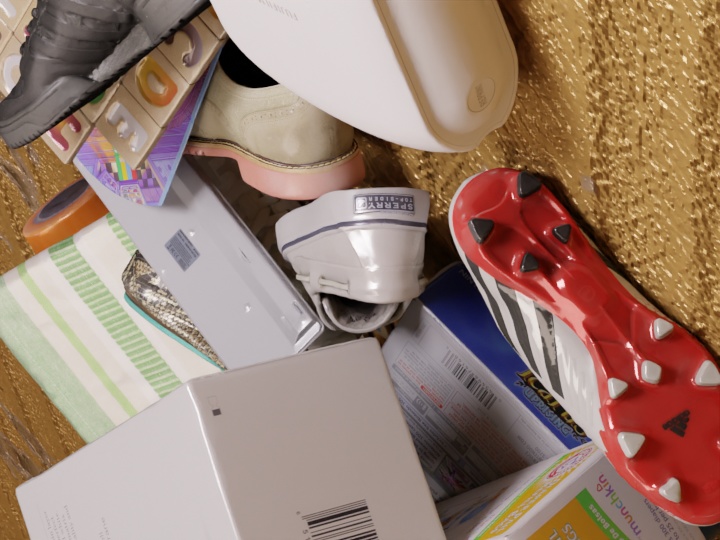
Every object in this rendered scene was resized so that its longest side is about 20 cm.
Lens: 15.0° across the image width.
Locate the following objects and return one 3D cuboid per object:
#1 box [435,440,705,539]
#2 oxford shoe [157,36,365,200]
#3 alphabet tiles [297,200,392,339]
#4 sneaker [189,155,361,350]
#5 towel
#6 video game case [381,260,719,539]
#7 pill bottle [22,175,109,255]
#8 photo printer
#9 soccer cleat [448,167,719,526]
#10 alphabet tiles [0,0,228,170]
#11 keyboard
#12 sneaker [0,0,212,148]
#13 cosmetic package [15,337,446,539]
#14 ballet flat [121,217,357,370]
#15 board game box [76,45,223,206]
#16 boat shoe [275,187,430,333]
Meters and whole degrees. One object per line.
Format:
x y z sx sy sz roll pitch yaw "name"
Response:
0.084 0.171 1.406 0.113 0.101 0.200 55 146 -3 "box"
-0.066 -0.099 1.452 0.200 0.071 0.074 23 128 47 "oxford shoe"
-0.052 -0.035 1.617 0.166 0.006 0.200 32 156 41 "alphabet tiles"
-0.075 -0.034 1.542 0.200 0.073 0.085 44 164 16 "sneaker"
-0.126 0.031 1.696 0.200 0.023 0.153 -29 107 33 "towel"
0.082 0.116 1.490 0.200 0.045 0.181 45 145 10 "video game case"
-0.133 0.031 1.775 0.200 0.106 0.106 53 161 -16 "pill bottle"
-0.017 -0.144 1.212 0.166 0.069 0.200 30 154 43 "photo printer"
0.112 0.036 1.305 0.200 0.069 0.085 50 171 4 "soccer cleat"
-0.137 -0.153 1.382 0.167 0.008 0.200 48 129 12 "alphabet tiles"
-0.090 -0.016 1.484 0.011 0.056 0.200 21 -155 -54 "keyboard"
-0.131 -0.149 1.331 0.200 0.060 0.104 -34 96 34 "sneaker"
-0.055 0.165 1.377 0.200 0.123 0.200 -30 75 51 "cosmetic package"
-0.046 0.043 1.490 0.200 0.075 0.068 43 -159 17 "ballet flat"
-0.144 -0.129 1.447 0.158 0.039 0.200 51 139 25 "board game box"
0.000 0.000 1.417 0.200 0.072 0.066 156 113 -76 "boat shoe"
